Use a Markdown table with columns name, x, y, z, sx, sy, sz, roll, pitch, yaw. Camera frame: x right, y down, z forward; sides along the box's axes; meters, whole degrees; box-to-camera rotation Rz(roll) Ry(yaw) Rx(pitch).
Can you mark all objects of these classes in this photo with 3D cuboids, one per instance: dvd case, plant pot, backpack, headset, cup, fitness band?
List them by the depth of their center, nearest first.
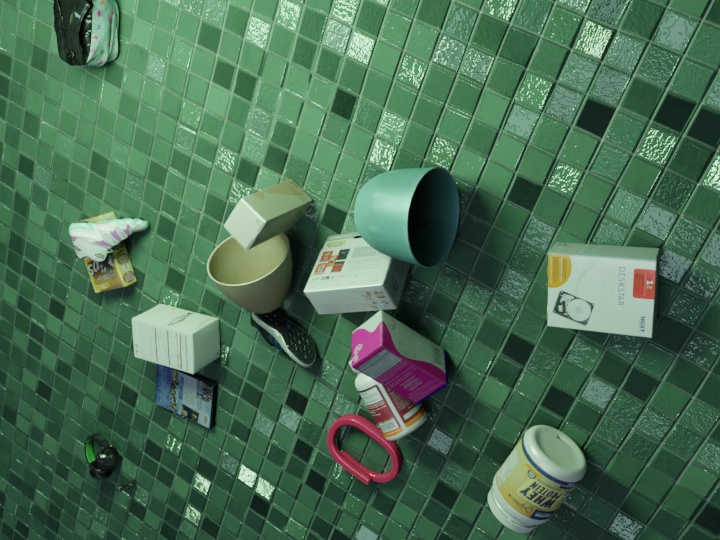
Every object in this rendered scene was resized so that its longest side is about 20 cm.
| name | x | y | z | sx | sy | sz | roll | pitch | yaw |
| --- | --- | --- | --- | --- | --- | --- | --- | --- | --- |
| plant pot | 0.085 | -0.115 | 1.570 | 0.160 | 0.200 | 0.202 | 10 | 112 | 36 |
| cup | -0.242 | 0.016 | 1.799 | 0.199 | 0.201 | 0.144 | 7 | 136 | 26 |
| backpack | -0.654 | -0.588 | 1.833 | 0.166 | 0.126 | 0.202 | 22 | 117 | 33 |
| fitness band | 0.010 | 0.440 | 1.885 | 0.199 | 0.037 | 0.144 | 33 | 116 | 13 |
| dvd case | -0.482 | 0.339 | 2.118 | 0.199 | 0.018 | 0.144 | 19 | 114 | 22 |
| headset | -0.767 | 0.585 | 2.334 | 0.200 | 0.094 | 0.124 | 51 | 127 | 21 |

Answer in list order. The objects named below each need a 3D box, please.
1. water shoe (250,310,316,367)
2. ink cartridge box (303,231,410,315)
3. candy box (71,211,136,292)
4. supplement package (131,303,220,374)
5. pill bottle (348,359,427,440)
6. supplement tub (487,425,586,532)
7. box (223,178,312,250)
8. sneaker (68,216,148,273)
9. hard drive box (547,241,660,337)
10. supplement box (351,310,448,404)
| name | x | y | z | sx | sy | sz | roll | pitch | yaw |
| --- | --- | --- | --- | --- | --- | --- | --- | --- | --- |
| water shoe | -0.188 | 0.163 | 1.888 | 0.200 | 0.071 | 0.079 | 45 | 149 | 6 |
| ink cartridge box | 0.000 | 0.000 | 1.694 | 0.199 | 0.176 | 0.084 | -6 | 136 | 29 |
| candy box | -0.693 | -0.048 | 2.075 | 0.115 | 0.055 | 0.202 | -10 | 101 | 29 |
| supplement package | -0.480 | 0.176 | 2.003 | 0.199 | 0.117 | 0.118 | 11 | 112 | 24 |
| pill bottle | 0.059 | 0.276 | 1.756 | 0.113 | 0.113 | 0.201 | -29 | 92 | 32 |
| supplement tub | 0.371 | 0.445 | 1.631 | 0.144 | 0.144 | 0.201 | 34 | 119 | 14 |
| box | -0.202 | -0.127 | 1.705 | 0.078 | 0.200 | 0.095 | 44 | 121 | 8 |
| sneaker | -0.646 | -0.064 | 1.994 | 0.198 | 0.078 | 0.141 | -6 | 99 | -5 |
| hard drive box | 0.468 | 0.034 | 1.481 | 0.199 | 0.077 | 0.157 | 4 | 109 | 26 |
| supplement box | 0.085 | 0.190 | 1.665 | 0.199 | 0.102 | 0.103 | 34 | 126 | -27 |
